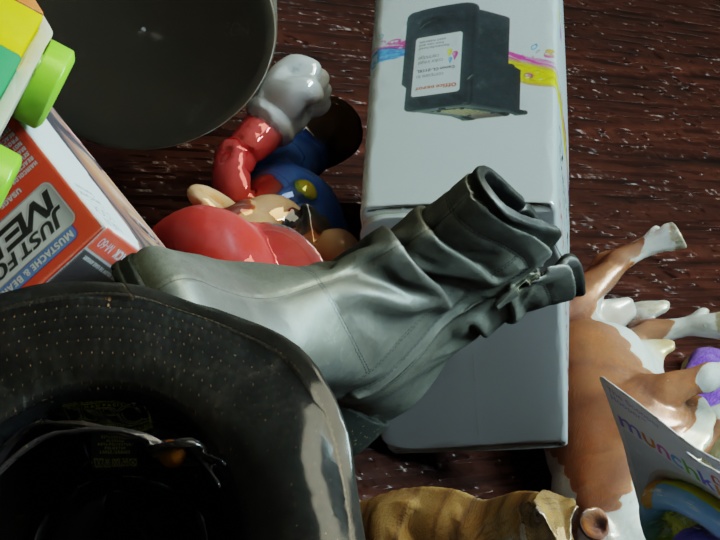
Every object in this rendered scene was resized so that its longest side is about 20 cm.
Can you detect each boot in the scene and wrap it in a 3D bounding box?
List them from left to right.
[{"bbox_3d":[0.000,0.000,1.114,0.068,0.130,0.200,60,16,24],"label":"boot"}]

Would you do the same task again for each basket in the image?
[{"bbox_3d":[-0.103,-0.152,1.308,0.136,0.180,0.201,30,26,-26],"label":"basket"}]

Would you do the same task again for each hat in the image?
[{"bbox_3d":[-0.087,0.107,0.979,0.201,0.200,0.081,49,-17,23],"label":"hat"}]

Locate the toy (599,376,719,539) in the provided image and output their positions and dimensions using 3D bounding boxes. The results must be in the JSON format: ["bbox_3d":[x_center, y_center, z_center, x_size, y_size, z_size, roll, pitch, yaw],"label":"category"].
[{"bbox_3d":[0.142,0.140,1.190,0.115,0.047,0.200,34,-19,36],"label":"toy"}]

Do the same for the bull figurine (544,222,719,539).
[{"bbox_3d":[0.123,0.060,1.342,0.065,0.121,0.200,63,-1,-38],"label":"bull figurine"}]

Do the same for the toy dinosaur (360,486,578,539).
[{"bbox_3d":[0.015,0.107,1.138,0.199,0.107,0.060,0,13,40],"label":"toy dinosaur"}]

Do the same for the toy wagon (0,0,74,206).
[{"bbox_3d":[-0.178,-0.096,1.065,0.154,0.040,0.200,28,38,-7],"label":"toy wagon"}]

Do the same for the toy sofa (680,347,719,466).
[{"bbox_3d":[0.199,0.072,1.452,0.098,0.083,0.200,42,24,5],"label":"toy sofa"}]

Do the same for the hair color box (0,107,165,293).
[{"bbox_3d":[-0.154,-0.051,1.158,0.200,0.064,0.111,51,4,23],"label":"hair color box"}]

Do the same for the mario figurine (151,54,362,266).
[{"bbox_3d":[-0.019,-0.012,1.270,0.123,0.106,0.200,39,22,-2],"label":"mario figurine"}]

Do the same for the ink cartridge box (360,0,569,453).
[{"bbox_3d":[0.050,-0.040,1.301,0.082,0.146,0.201,-1,43,5],"label":"ink cartridge box"}]
